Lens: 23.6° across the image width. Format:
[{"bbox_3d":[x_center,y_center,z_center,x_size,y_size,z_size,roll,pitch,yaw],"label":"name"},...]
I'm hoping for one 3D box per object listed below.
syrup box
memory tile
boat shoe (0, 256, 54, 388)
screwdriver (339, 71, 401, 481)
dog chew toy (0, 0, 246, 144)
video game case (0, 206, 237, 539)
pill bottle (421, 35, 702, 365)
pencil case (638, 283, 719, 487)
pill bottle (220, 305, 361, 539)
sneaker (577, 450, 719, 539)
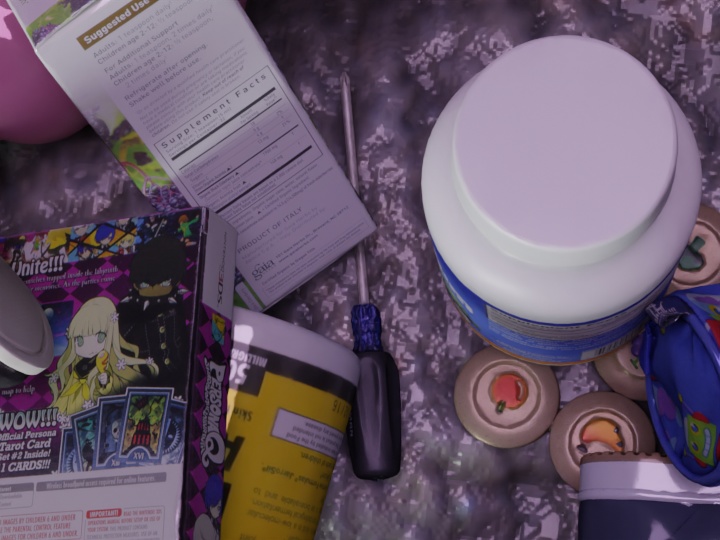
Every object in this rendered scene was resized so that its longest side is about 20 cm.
[{"bbox_3d":[-0.074,-0.075,0.752,0.081,0.200,0.079,-35,48,-1],"label":"syrup box"},{"bbox_3d":[0.156,0.047,0.806,0.200,0.017,0.153,26,83,10],"label":"memory tile"},{"bbox_3d":[-0.194,-0.007,0.718,0.060,0.074,0.200,-45,53,1],"label":"boat shoe"},{"bbox_3d":[0.000,0.000,0.822,0.028,0.029,0.200,-6,83,5],"label":"screwdriver"},{"bbox_3d":[-0.154,-0.119,0.823,0.200,0.125,0.125,-31,77,7],"label":"dog chew toy"},{"bbox_3d":[-0.150,0.073,0.729,0.200,0.036,0.181,-8,68,23],"label":"video game case"},{"bbox_3d":[0.082,-0.028,0.718,0.112,0.200,0.112,-1,78,6],"label":"pill bottle"},{"bbox_3d":[0.211,0.028,0.737,0.200,0.078,0.087,-14,45,-20],"label":"pencil case"},{"bbox_3d":[-0.077,0.118,0.767,0.111,0.111,0.200,14,81,8],"label":"pill bottle"},{"bbox_3d":[0.190,0.140,0.739,0.200,0.070,0.109,4,74,14],"label":"sneaker"}]
